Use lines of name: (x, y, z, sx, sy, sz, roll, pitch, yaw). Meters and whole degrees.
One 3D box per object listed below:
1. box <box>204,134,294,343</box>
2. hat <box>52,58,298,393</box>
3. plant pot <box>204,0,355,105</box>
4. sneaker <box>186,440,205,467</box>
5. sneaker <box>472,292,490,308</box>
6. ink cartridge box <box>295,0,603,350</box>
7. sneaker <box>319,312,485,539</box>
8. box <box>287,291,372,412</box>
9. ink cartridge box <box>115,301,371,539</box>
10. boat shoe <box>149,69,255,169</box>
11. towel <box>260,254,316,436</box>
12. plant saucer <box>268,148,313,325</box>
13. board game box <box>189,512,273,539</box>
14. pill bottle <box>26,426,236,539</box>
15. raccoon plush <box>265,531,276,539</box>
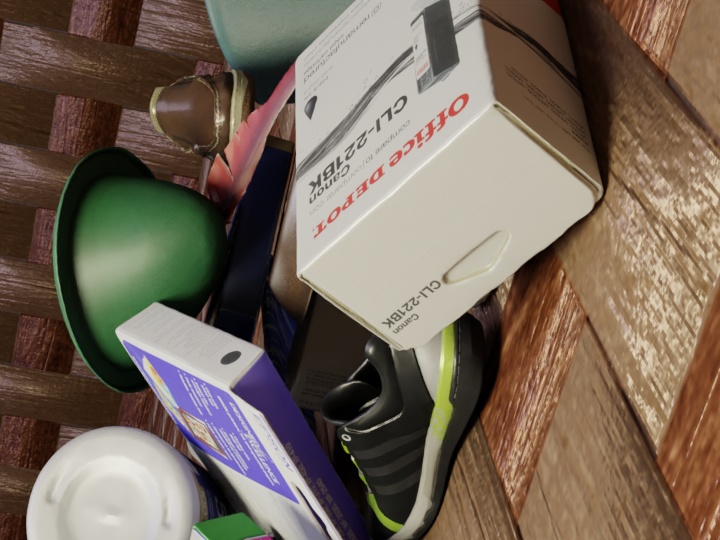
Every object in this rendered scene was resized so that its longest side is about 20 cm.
box: (-0.090, 0.012, 1.125, 0.122, 0.032, 0.201, 115, 166, -51)
hat: (-0.096, -0.016, 1.038, 0.166, 0.174, 0.201, -67, -35, -48)
plant pot: (-0.038, -0.251, 1.253, 0.197, 0.193, 0.202, -100, 5, -60)
sneaker: (-0.071, 0.175, 1.289, 0.076, 0.104, 0.200, -62, 31, 10)
sneaker: (0.030, -0.023, 0.933, 0.200, 0.088, 0.081, 168, 113, -77)
ink cartridge box: (0.039, -0.080, 0.813, 0.144, 0.083, 0.201, -40, 32, 27)
sneaker: (0.014, 0.088, 0.907, 0.072, 0.082, 0.201, -91, 12, -47)
box: (0.000, 0.000, 1.103, 0.082, 0.068, 0.202, -99, 22, -68)
ink cartridge box: (-0.055, 0.124, 0.977, 0.199, 0.043, 0.199, 22, 147, 54)
boat shoe: (-0.126, -0.116, 1.175, 0.202, 0.074, 0.076, -159, 70, -78)
towel: (-0.051, 0.103, 1.205, 0.145, 0.024, 0.202, 72, -170, -56)
plant saucer: (-0.033, -0.064, 1.056, 0.200, 0.032, 0.202, -167, 90, -87)
board game box: (-0.039, 0.258, 0.869, 0.199, 0.040, 0.154, 34, 119, 39)
pill bottle: (-0.148, 0.189, 1.083, 0.200, 0.118, 0.121, 60, -145, -70)
raccoon plush: (-0.068, 0.269, 1.006, 0.134, 0.096, 0.201, 46, 130, 25)
